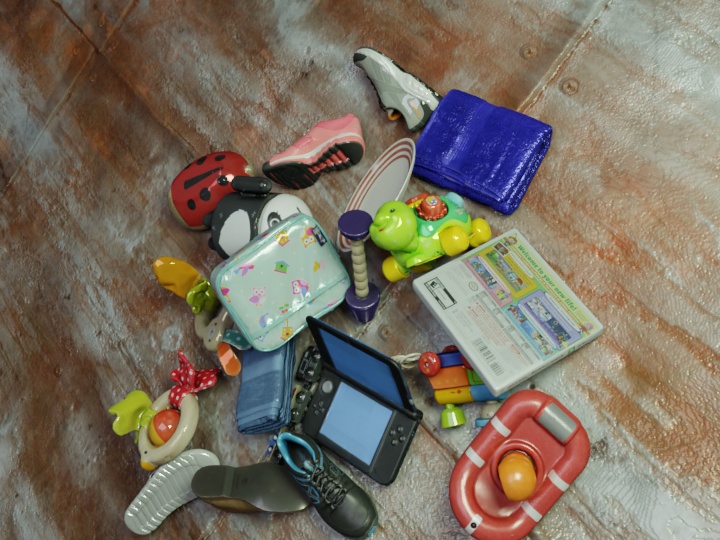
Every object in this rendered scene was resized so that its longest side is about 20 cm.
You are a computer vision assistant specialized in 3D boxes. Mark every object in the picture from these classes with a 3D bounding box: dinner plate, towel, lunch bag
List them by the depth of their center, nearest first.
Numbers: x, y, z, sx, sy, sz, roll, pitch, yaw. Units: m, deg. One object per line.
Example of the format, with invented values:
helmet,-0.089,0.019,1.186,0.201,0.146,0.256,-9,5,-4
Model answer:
towel,0.176,-0.183,1.282,0.198,0.049,0.150,29,93,36
lunch bag,-0.115,0.018,1.314,0.198,0.162,0.077,-34,13,-11
dinner plate,0.029,-0.113,1.324,0.201,0.024,0.202,-49,21,25
towel,-0.149,0.157,1.375,0.110,0.048,0.204,-22,55,38

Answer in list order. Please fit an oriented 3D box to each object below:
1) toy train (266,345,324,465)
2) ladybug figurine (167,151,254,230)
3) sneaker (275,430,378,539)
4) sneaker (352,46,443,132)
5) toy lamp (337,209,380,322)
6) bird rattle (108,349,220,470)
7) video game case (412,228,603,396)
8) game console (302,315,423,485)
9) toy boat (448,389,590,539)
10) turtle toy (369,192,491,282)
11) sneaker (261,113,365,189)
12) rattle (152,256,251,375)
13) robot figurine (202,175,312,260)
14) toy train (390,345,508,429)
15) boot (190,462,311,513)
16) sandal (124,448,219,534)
toy train,-0.104,0.215,1.354,0.045,0.034,0.204,18,86,39
ladybug figurine,-0.279,-0.152,1.558,0.197,0.072,0.139,-25,63,25
sneaker,-0.056,0.314,1.253,0.199,0.082,0.073,38,81,29
sneaker,0.046,-0.298,1.390,0.200,0.073,0.080,45,106,34
toy lamp,0.000,0.000,1.262,0.057,0.203,0.059,-2,47,2
bird rattle,-0.316,0.247,1.441,0.197,0.113,0.165,-29,45,11
video game case,0.196,0.050,1.154,0.179,0.022,0.201,-26,56,-17
game console,-0.019,0.188,1.247,0.198,0.118,0.174,23,88,41
toy boat,0.194,0.254,1.071,0.130,0.131,0.201,40,99,11
turtle toy,0.086,-0.055,1.215,0.144,0.199,0.103,-25,85,34
sneaker,-0.077,-0.205,1.455,0.196,0.074,0.088,-16,54,24
rattle,-0.262,0.066,1.417,0.129,0.143,0.202,-28,41,17
robot figurine,-0.171,-0.068,1.427,0.196,0.150,0.127,6,66,33
toy train,0.118,0.168,1.204,0.197,0.084,0.119,-13,85,35
boot,-0.162,0.349,1.340,0.195,0.076,0.075,2,51,16
sandal,-0.321,0.361,1.439,0.201,0.083,0.050,-39,15,10
